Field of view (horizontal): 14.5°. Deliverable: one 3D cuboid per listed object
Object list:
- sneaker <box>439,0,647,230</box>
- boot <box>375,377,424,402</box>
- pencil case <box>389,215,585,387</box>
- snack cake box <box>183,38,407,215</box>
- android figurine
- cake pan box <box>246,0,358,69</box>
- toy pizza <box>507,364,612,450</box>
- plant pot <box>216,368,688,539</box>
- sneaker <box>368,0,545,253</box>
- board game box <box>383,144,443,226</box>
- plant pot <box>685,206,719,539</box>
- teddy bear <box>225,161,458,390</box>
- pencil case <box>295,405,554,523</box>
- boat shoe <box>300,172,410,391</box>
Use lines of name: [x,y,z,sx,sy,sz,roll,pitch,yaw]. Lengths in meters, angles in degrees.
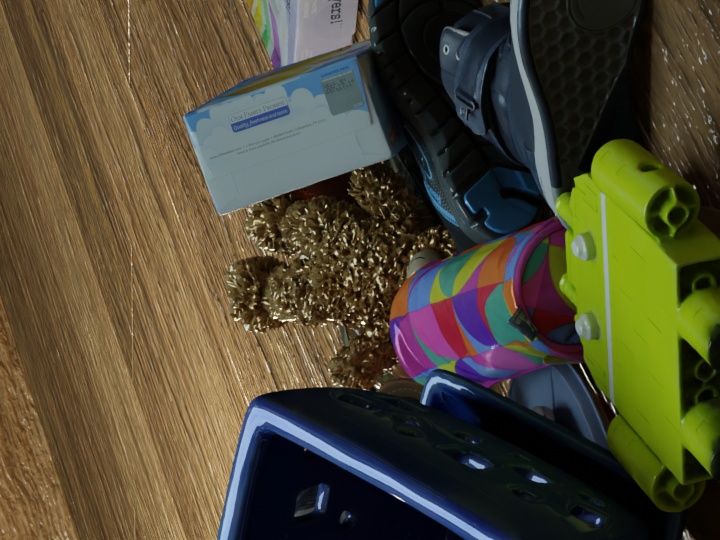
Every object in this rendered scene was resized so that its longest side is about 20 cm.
sneaker: [0.092,-0.135,1.494,0.146,0.077,0.203,-125,25,-51]
boot: [0.055,0.116,1.770,0.200,0.077,0.155,56,-165,-27]
pencil case: [0.086,0.023,1.595,0.200,0.088,0.089,163,95,-69]
snack cake box: [-0.028,-0.096,1.761,0.200,0.115,0.067,-49,-60,-77]
android figurine: [0.143,0.023,1.397,0.200,0.041,0.183,-128,29,-57]
cake pan box: [-0.051,-0.247,2.017,0.200,0.052,0.184,96,155,-52]
toy pizza: [0.133,0.140,1.661,0.200,0.032,0.201,169,90,-76]
plant pot: [0.050,0.172,1.461,0.200,0.180,0.201,26,114,31]
sneaker: [0.049,-0.092,1.707,0.082,0.073,0.200,109,147,-64]
board game box: [0.049,0.021,1.895,0.135,0.028,0.200,-120,23,-50]
plant pot: [0.180,0.068,1.424,0.200,0.027,0.201,168,90,-75]
teddy bear: [0.000,0.000,1.769,0.200,0.145,0.067,31,173,35]
pencil case: [0.026,0.144,1.610,0.078,0.199,0.090,-134,30,-71]
boat shoe: [0.005,-0.012,1.860,0.200,0.072,0.068,65,157,15]
